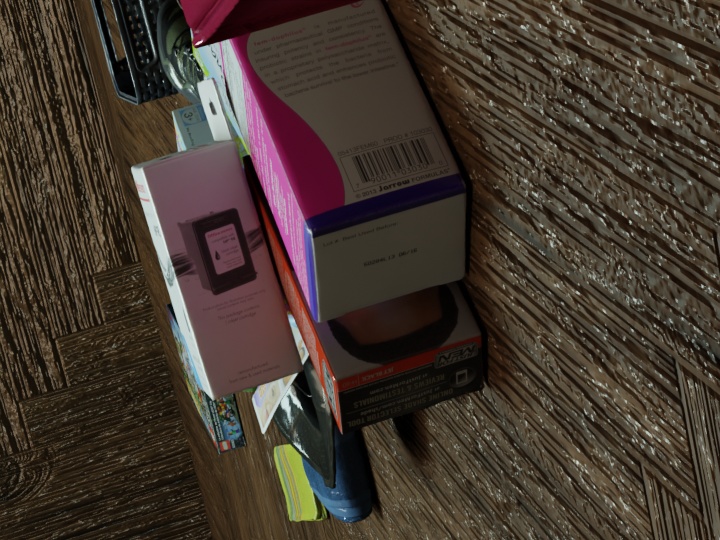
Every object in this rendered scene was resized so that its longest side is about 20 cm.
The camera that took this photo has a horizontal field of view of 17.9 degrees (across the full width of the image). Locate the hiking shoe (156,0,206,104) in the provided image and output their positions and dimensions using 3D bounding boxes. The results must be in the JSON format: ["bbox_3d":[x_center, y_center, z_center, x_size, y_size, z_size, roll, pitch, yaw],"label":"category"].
[{"bbox_3d":[-0.114,-0.176,1.949,0.201,0.075,0.101,58,155,28],"label":"hiking shoe"}]

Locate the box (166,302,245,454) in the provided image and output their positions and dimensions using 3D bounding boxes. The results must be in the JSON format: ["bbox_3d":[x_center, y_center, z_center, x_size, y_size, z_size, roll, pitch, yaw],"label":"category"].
[{"bbox_3d":[-0.201,0.134,2.965,0.200,0.037,0.138,-129,25,-65],"label":"box"}]

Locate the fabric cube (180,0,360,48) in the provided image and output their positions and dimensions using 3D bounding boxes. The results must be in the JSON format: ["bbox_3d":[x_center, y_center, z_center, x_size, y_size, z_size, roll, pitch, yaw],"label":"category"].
[{"bbox_3d":[0.011,-0.211,0.811,0.196,0.198,0.201,172,81,-79],"label":"fabric cube"}]

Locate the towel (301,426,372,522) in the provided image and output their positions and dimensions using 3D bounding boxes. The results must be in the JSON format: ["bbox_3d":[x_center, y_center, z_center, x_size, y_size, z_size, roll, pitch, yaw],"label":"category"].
[{"bbox_3d":[-0.038,0.119,2.027,0.112,0.048,0.202,-144,39,-72],"label":"towel"}]

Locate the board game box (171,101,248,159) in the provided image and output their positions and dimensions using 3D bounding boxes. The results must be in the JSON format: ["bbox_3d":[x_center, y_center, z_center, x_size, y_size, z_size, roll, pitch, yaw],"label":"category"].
[{"bbox_3d":[-0.083,-0.044,1.854,0.201,0.102,0.105,88,162,-55],"label":"board game box"}]

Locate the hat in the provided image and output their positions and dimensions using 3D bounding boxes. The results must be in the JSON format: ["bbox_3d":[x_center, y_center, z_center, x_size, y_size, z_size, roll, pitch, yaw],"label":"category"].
[{"bbox_3d":[-0.027,0.062,1.773,0.201,0.080,0.201,57,159,36],"label":"hat"}]

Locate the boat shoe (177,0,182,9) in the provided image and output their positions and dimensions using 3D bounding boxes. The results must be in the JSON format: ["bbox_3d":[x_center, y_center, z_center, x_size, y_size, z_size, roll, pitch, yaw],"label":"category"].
[{"bbox_3d":[-0.112,-0.233,1.794,0.202,0.074,0.075,140,113,-79],"label":"boat shoe"}]

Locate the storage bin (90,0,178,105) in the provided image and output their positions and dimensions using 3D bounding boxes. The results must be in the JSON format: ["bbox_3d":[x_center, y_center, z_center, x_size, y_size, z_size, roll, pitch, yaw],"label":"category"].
[{"bbox_3d":[-0.200,-0.241,2.216,0.200,0.093,0.136,-153,48,-75],"label":"storage bin"}]

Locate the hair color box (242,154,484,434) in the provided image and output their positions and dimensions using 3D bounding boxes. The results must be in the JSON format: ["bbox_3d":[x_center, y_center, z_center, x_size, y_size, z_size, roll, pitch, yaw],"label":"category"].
[{"bbox_3d":[0.000,0.000,1.481,0.061,0.101,0.201,85,164,-51],"label":"hair color box"}]

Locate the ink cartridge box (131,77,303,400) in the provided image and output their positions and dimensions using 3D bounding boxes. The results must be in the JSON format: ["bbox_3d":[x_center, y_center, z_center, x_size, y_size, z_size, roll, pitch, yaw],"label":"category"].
[{"bbox_3d":[-0.104,-0.023,1.537,0.116,0.066,0.202,-165,58,-81],"label":"ink cartridge box"}]

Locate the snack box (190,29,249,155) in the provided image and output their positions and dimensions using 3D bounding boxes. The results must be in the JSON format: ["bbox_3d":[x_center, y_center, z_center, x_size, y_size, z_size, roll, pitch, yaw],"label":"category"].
[{"bbox_3d":[-0.067,-0.165,1.643,0.201,0.067,0.169,87,157,-58],"label":"snack box"}]

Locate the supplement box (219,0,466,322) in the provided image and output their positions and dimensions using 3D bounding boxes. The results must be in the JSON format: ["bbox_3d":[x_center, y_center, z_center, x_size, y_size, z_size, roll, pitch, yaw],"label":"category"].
[{"bbox_3d":[-0.014,-0.085,1.423,0.104,0.100,0.201,88,164,-56],"label":"supplement box"}]

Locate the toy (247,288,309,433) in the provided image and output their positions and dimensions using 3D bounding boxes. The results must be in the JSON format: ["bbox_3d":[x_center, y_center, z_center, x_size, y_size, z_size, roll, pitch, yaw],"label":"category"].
[{"bbox_3d":[-0.053,0.005,1.630,0.201,0.047,0.116,-62,29,33],"label":"toy"}]

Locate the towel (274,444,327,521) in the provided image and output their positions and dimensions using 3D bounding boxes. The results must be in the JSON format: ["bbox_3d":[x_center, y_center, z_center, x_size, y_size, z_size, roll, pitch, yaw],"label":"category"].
[{"bbox_3d":[-0.066,0.226,2.434,0.200,0.018,0.087,145,108,-79],"label":"towel"}]
